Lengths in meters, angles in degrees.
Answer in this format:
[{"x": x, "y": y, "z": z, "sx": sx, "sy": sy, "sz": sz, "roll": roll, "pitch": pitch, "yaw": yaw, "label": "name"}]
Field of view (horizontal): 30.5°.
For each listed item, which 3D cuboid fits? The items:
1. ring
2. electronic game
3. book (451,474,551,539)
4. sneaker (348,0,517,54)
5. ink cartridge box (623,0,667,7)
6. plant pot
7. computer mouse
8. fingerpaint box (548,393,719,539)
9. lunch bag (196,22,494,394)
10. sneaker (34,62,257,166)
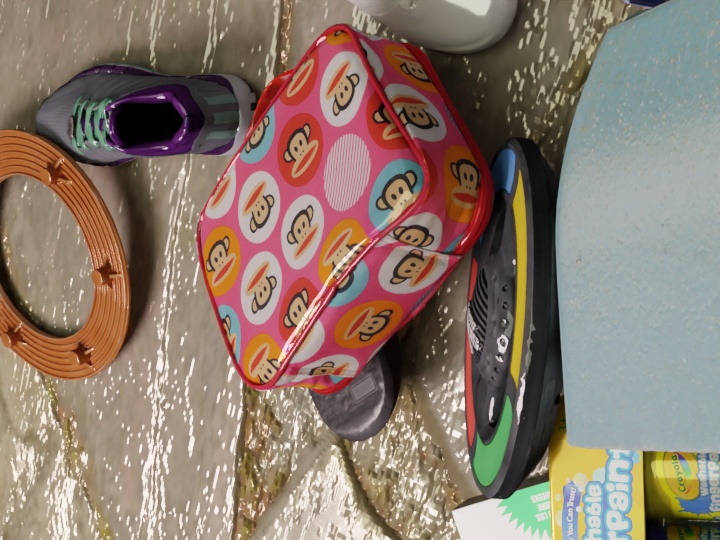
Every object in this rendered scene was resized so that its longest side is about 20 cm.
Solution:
[{"x": -0.252, "y": -0.008, "z": 1.015, "sx": 0.198, "sy": 0.019, "sz": 0.203, "roll": 17, "pitch": 118, "yaw": 34, "label": "ring"}, {"x": 0.081, "y": 0.027, "z": 0.746, "sx": 0.041, "sy": 0.200, "sz": 0.203, "roll": 4, "pitch": 102, "yaw": -4, "label": "electronic game"}, {"x": 0.151, "y": 0.223, "z": 0.813, "sx": 0.132, "sy": 0.048, "sz": 0.203, "roll": -22, "pitch": 86, "yaw": 27, "label": "book"}, {"x": 0.000, "y": -0.191, "z": 0.810, "sx": 0.199, "sy": 0.088, "sz": 0.076, "roll": 32, "pitch": 112, "yaw": 24, "label": "sneaker"}, {"x": 0.104, "y": -0.219, "z": 0.722, "sx": 0.200, "sy": 0.119, "sz": 0.042, "roll": 49, "pitch": 117, "yaw": 17, "label": "ink cartridge box"}, {"x": 0.206, "y": -0.036, "z": 0.610, "sx": 0.195, "sy": 0.194, "sz": 0.203, "roll": -12, "pitch": 89, "yaw": 65, "label": "plant pot"}, {"x": 0.000, "y": 0.000, "z": 0.870, "sx": 0.140, "sy": 0.046, "sz": 0.202, "roll": -41, "pitch": 64, "yaw": 34, "label": "computer mouse"}, {"x": 0.191, "y": 0.171, "z": 0.731, "sx": 0.164, "sy": 0.073, "sz": 0.204, "roll": -1, "pitch": 93, "yaw": 19, "label": "fingerpaint box"}, {"x": -0.023, "y": -0.043, "z": 0.799, "sx": 0.200, "sy": 0.081, "sz": 0.178, "roll": -49, "pitch": 51, "yaw": 32, "label": "lunch bag"}, {"x": -0.172, "y": -0.111, "z": 0.931, "sx": 0.197, "sy": 0.087, "sz": 0.076, "roll": -1, "pitch": 97, "yaw": 32, "label": "sneaker"}]
